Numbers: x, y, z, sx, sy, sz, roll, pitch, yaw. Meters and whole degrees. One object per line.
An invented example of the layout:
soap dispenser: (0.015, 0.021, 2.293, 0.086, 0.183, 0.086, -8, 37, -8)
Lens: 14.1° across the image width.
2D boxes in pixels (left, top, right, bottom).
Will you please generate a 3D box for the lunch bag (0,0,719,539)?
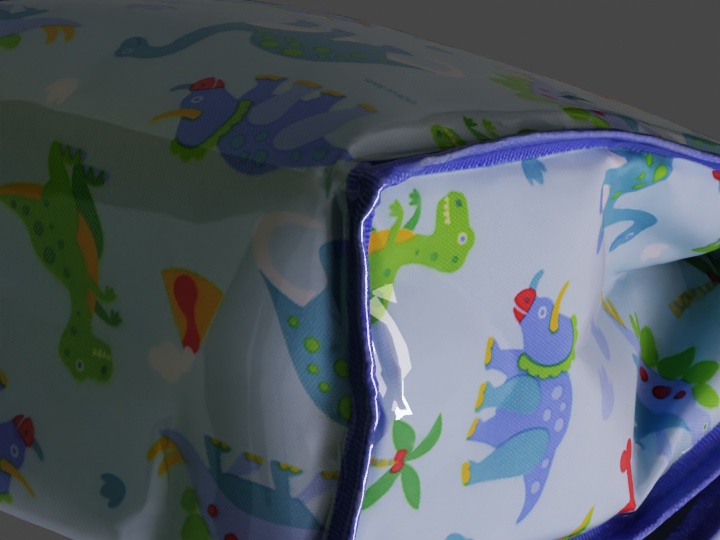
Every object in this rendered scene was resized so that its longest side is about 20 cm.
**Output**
lunch bag: (0.000, 0.000, 0.659, 0.200, 0.170, 0.128, -16, 117, -48)
